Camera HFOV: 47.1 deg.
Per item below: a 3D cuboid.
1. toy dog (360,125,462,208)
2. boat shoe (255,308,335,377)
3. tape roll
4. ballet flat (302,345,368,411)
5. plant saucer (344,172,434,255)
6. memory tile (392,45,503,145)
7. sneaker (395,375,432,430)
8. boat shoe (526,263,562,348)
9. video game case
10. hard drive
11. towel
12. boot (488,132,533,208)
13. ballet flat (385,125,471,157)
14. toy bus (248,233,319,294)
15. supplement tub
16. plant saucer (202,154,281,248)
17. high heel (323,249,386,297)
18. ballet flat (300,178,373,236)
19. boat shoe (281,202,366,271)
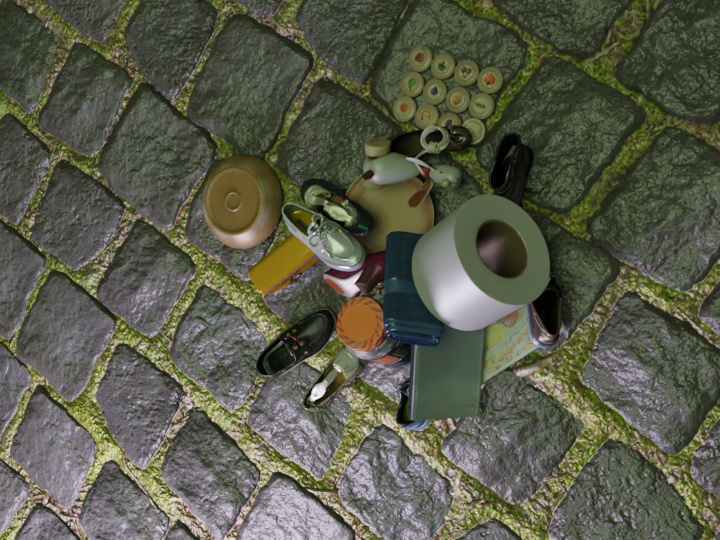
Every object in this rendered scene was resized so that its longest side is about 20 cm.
[{"bbox_3d":[0.079,-0.182,1.538,0.199,0.096,0.133,-7,118,27],"label":"toy dog"},{"bbox_3d":[-0.133,0.154,1.709,0.201,0.063,0.074,-40,75,18],"label":"boat shoe"},{"bbox_3d":[0.206,-0.012,1.428,0.139,0.202,0.204,-37,75,54],"label":"tape roll"},{"bbox_3d":[-0.049,0.212,1.665,0.068,0.075,0.200,45,107,17],"label":"ballet flat"},{"bbox_3d":[0.056,-0.104,1.631,0.199,0.035,0.202,0,91,23],"label":"plant saucer"},{"bbox_3d":[0.165,-0.336,1.587,0.199,0.017,0.154,23,101,21],"label":"memory tile"},{"bbox_3d":[0.125,0.219,1.578,0.078,0.089,0.201,26,101,30],"label":"sneaker"},{"bbox_3d":[0.328,0.033,1.476,0.072,0.072,0.202,-7,75,-10],"label":"boat shoe"},{"bbox_3d":[0.255,0.087,1.558,0.200,0.023,0.183,-37,78,20],"label":"video game case"},{"bbox_3d":[0.159,0.173,1.530,0.138,0.033,0.202,0,98,-18],"label":"hard drive"},{"bbox_3d":[0.092,0.031,1.467,0.049,0.111,0.201,136,141,-59],"label":"towel"},{"bbox_3d":[0.255,-0.142,1.488,0.069,0.131,0.202,9,93,22],"label":"boot"},{"bbox_3d":[0.113,-0.244,1.574,0.199,0.046,0.068,-4,71,27],"label":"ballet flat"},{"bbox_3d":[-0.131,-0.034,1.691,0.200,0.078,0.065,-37,78,20],"label":"toy bus"},{"bbox_3d":[0.041,0.112,1.546,0.122,0.200,0.124,-6,76,24],"label":"supplement tub"},{"bbox_3d":[-0.263,-0.147,1.760,0.199,0.035,0.202,1,93,24],"label":"plant saucer"},{"bbox_3d":[0.000,0.000,1.626,0.096,0.067,0.200,-50,26,-18],"label":"high heel"},{"bbox_3d":[-0.060,-0.130,1.626,0.200,0.073,0.073,34,105,31],"label":"ballet flat"},{"bbox_3d":[-0.076,-0.075,1.575,0.202,0.086,0.075,38,81,29],"label":"boat shoe"}]
